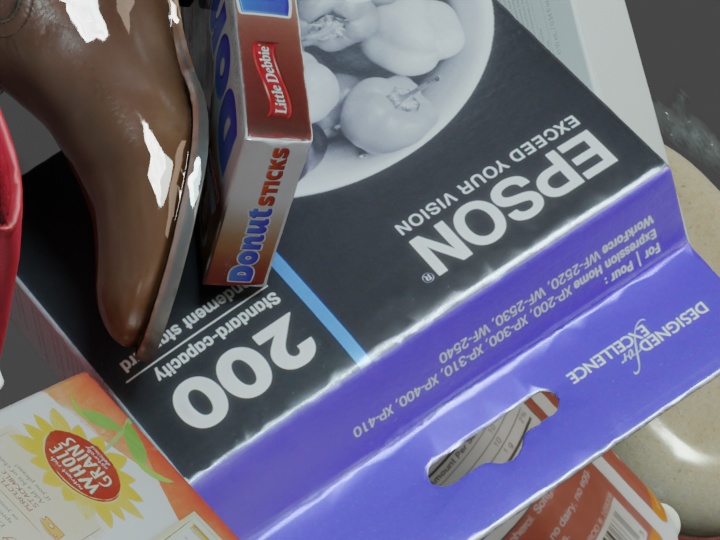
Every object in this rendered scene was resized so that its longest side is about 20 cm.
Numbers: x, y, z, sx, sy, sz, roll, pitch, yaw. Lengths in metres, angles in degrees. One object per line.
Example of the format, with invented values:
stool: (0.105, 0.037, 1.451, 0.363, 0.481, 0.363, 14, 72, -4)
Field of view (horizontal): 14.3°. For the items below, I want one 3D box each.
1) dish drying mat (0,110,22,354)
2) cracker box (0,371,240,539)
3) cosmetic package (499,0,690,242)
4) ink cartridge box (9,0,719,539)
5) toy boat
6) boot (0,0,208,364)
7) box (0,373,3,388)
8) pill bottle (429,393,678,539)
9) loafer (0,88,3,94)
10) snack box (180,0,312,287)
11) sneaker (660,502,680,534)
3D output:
dish drying mat: (-0.124, 0.001, 0.838, 0.018, 0.200, 0.077, -17, 70, -21)
cracker box: (-0.095, 0.114, 0.801, 0.134, 0.058, 0.200, 47, 24, 8)
cosmetic package: (0.044, -0.049, 1.154, 0.052, 0.150, 0.201, 25, 46, -49)
ink cartridge box: (0.000, 0.000, 0.949, 0.200, 0.198, 0.043, 47, -18, 31)
toy boat: (0.117, 0.038, 1.238, 0.130, 0.131, 0.200, -34, 71, -22)
boot: (-0.149, -0.066, 0.902, 0.199, 0.064, 0.187, 6, 64, -14)
box: (-0.203, -0.029, 0.777, 0.097, 0.124, 0.201, -9, 72, -56)
pill bottle: (0.018, 0.067, 1.053, 0.200, 0.112, 0.112, 46, 33, -23)
loafer: (-0.153, -0.134, 1.007, 0.072, 0.063, 0.201, 22, 48, -49)
snack box: (-0.042, -0.094, 0.952, 0.024, 0.072, 0.201, 4, 50, -14)
sneaker: (0.093, 0.181, 1.106, 0.076, 0.080, 0.201, 34, 41, -41)
